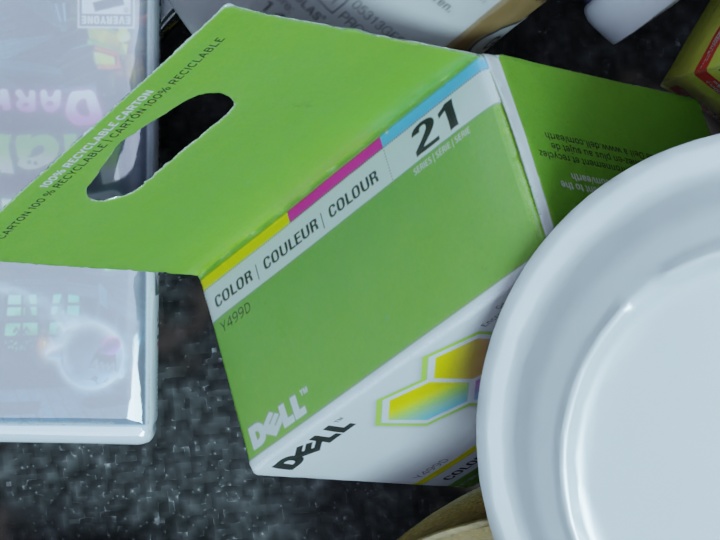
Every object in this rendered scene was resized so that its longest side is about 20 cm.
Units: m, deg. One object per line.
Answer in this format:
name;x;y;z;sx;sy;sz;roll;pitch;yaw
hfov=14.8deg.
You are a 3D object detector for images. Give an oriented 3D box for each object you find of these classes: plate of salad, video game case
plate of salad;0.130;0.054;0.787;0.200;0.048;0.201;6;107;20
video game case;-0.165;-0.035;0.910;0.199;0.023;0.182;1;95;0

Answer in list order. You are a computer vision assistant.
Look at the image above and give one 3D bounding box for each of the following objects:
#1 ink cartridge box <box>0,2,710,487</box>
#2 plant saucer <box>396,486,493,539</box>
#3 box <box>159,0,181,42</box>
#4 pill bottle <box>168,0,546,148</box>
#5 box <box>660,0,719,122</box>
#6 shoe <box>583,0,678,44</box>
ink cartridge box;0.000;0.000;0.853;0.148;0.200;0.076;-37;60;38
plant saucer;0.092;0.112;0.920;0.200;0.200;0.036;2;58;5
box;-0.168;-0.083;0.942;0.158;0.048;0.200;41;94;-2
pill bottle;0.036;-0.139;0.852;0.200;0.114;0.114;-39;95;20
box;0.143;-0.061;0.850;0.075;0.200;0.050;32;93;-2
shoe;0.129;-0.170;0.903;0.200;0.071;0.091;-42;92;5
